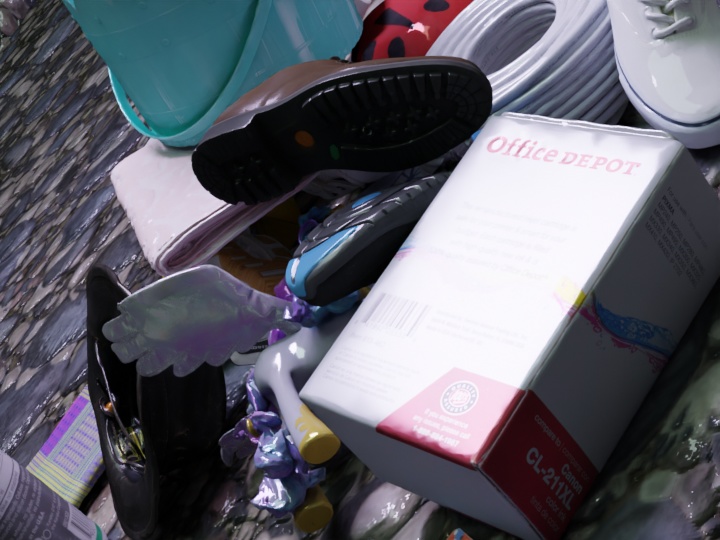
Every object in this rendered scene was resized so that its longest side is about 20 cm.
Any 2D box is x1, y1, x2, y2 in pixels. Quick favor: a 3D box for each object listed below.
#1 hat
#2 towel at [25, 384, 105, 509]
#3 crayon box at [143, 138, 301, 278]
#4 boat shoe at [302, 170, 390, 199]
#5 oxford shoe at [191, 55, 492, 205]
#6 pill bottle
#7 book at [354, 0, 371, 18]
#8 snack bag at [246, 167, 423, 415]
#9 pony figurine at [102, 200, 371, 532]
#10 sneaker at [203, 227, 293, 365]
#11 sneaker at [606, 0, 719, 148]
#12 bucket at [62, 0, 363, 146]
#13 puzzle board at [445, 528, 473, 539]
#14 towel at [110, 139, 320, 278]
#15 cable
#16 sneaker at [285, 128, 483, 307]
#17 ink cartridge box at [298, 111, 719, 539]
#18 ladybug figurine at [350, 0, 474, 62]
[{"bbox_3d":[-0.140,0.090,1.133,0.080,0.203,0.200,-8,12,-20],"label":"hat"},{"bbox_3d":[-0.213,0.125,1.329,0.201,0.023,0.143,-54,24,-13],"label":"towel"},{"bbox_3d":[-0.116,-0.044,1.279,0.126,0.051,0.201,-51,47,30],"label":"crayon box"},{"bbox_3d":[-0.019,-0.084,1.212,0.069,0.071,0.200,-45,5,7],"label":"boat shoe"},{"bbox_3d":[-0.008,-0.103,0.960,0.198,0.073,0.085,-8,39,29],"label":"oxford shoe"},{"bbox_3d":[-0.287,0.179,1.141,0.113,0.200,0.114,-39,24,21],"label":"pill bottle"},{"bbox_3d":[-0.042,-0.156,1.327,0.134,0.048,0.201,-85,21,-66],"label":"book"},{"bbox_3d":[0.000,0.000,1.144,0.188,0.021,0.201,-37,24,27],"label":"snack bag"},{"bbox_3d":[-0.040,0.059,0.987,0.192,0.167,0.201,-36,40,11],"label":"pony figurine"},{"bbox_3d":[-0.111,-0.001,1.167,0.200,0.075,0.089,-131,45,-53],"label":"sneaker"},{"bbox_3d":[0.175,-0.162,0.945,0.072,0.071,0.202,-21,53,9],"label":"sneaker"},{"bbox_3d":[-0.104,-0.192,1.135,0.205,0.136,0.208,-25,25,12],"label":"bucket"},{"bbox_3d":[0.012,0.225,0.765,0.200,0.017,0.151,-50,23,-5],"label":"puzzle board"},{"bbox_3d":[-0.078,-0.081,1.100,0.190,0.032,0.200,-33,24,-4],"label":"towel"},{"bbox_3d":[0.111,-0.137,1.080,0.199,0.069,0.201,0,48,56],"label":"cable"},{"bbox_3d":[0.047,-0.019,0.928,0.199,0.083,0.073,-28,12,-29],"label":"sneaker"},{"bbox_3d":[0.085,0.024,0.836,0.145,0.083,0.201,15,64,50],"label":"ink cartridge box"},{"bbox_3d":[0.047,-0.177,1.267,0.136,0.072,0.200,-49,19,-4],"label":"ladybug figurine"}]
